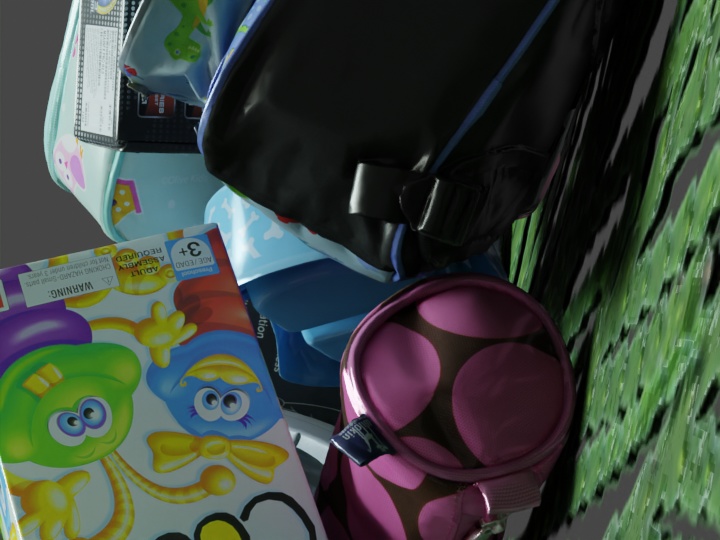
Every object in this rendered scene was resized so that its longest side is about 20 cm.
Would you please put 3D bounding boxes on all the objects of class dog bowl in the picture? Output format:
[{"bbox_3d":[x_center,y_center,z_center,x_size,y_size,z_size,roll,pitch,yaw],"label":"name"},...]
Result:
[{"bbox_3d":[0.000,0.000,1.016,0.200,0.111,0.050,36,-139,-68],"label":"dog bowl"}]

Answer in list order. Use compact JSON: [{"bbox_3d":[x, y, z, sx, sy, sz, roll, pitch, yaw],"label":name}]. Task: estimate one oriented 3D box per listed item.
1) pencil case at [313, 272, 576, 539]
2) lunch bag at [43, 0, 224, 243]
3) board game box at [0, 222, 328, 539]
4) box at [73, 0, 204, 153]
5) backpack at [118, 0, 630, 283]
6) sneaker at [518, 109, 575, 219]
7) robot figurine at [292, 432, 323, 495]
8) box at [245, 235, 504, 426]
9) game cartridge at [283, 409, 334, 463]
[{"bbox_3d":[0.023,0.092,0.877,0.094,0.090,0.200,58,159,28],"label":"pencil case"},{"bbox_3d":[-0.032,-0.094,1.051,0.077,0.199,0.161,37,122,45],"label":"lunch bag"},{"bbox_3d":[-0.072,0.099,0.868,0.103,0.104,0.201,93,160,-52],"label":"board game box"},{"bbox_3d":[-0.027,-0.146,0.951,0.044,0.159,0.201,15,103,59],"label":"box"},{"bbox_3d":[0.016,-0.096,0.850,0.184,0.147,0.200,-59,-8,1],"label":"backpack"},{"bbox_3d":[0.075,-0.114,0.998,0.082,0.070,0.201,-114,27,-58],"label":"sneaker"},{"bbox_3d":[-0.054,0.147,1.046,0.169,0.113,0.200,-33,23,19],"label":"robot figurine"},{"bbox_3d":[-0.033,0.044,1.340,0.124,0.195,0.201,-77,-2,-62],"label":"box"},{"bbox_3d":[-0.044,0.140,1.241,0.040,0.199,0.134,2,-78,-60],"label":"game cartridge"}]
